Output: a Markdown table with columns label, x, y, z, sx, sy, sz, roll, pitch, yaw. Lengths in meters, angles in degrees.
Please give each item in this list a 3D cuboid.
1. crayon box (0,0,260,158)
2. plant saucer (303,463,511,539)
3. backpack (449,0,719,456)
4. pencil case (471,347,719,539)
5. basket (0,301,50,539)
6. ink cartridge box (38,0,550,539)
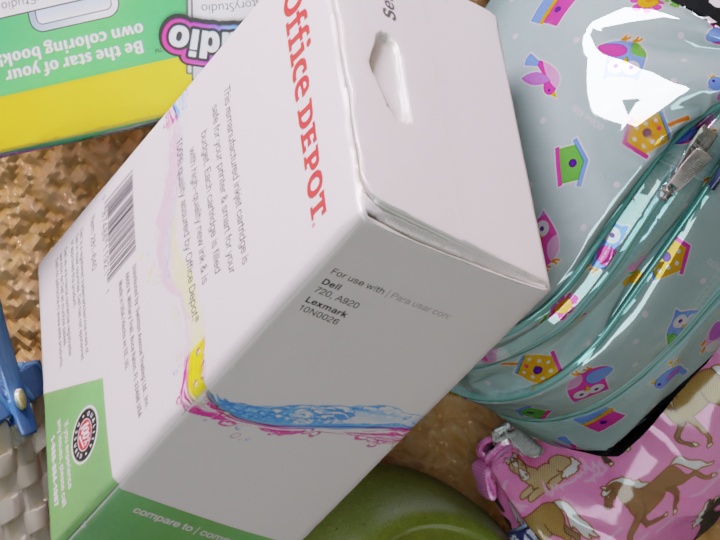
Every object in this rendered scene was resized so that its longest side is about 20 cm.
| label | x | y | z | sx | sy | sz | roll | pitch | yaw |
| --- | --- | --- | --- | --- | --- | --- | --- | --- | --- |
| crayon box | -0.079 | -0.144 | 1.090 | 0.199 | 0.058 | 0.174 | -12 | 93 | 6 |
| plant saucer | 0.027 | 0.174 | 1.130 | 0.031 | 0.200 | 0.201 | -13 | 97 | 41 |
| backpack | 0.092 | -0.035 | 1.095 | 0.126 | 0.167 | 0.200 | 33 | 93 | -40 |
| pencil case | 0.139 | 0.046 | 1.160 | 0.200 | 0.086 | 0.083 | -41 | 63 | 6 |
| basket | -0.212 | 0.068 | 1.144 | 0.175 | 0.139 | 0.201 | -15 | 100 | 16 |
| ink cartridge box | -0.030 | 0.002 | 1.030 | 0.084 | 0.145 | 0.200 | 22 | 129 | -29 |
